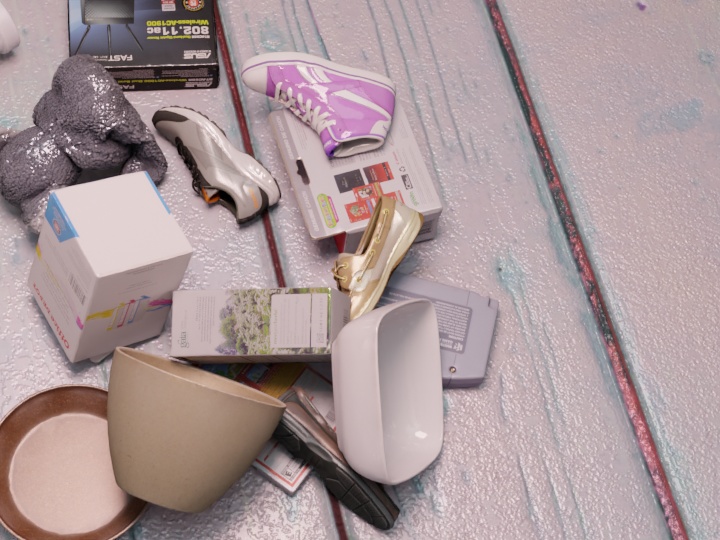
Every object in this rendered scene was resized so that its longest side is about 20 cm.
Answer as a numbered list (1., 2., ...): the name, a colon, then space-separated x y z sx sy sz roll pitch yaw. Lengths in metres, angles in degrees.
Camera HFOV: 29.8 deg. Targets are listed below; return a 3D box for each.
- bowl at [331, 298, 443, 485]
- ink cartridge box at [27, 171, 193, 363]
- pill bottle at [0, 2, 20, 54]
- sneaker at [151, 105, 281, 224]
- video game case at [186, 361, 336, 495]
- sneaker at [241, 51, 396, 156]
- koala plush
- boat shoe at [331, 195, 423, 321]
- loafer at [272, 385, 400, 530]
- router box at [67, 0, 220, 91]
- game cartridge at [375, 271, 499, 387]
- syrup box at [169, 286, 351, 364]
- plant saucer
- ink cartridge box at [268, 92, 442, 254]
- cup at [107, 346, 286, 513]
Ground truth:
1. bowl: 0.028 0.137 1.557 0.074 0.200 0.201 -3 94 24
2. ink cartridge box: -0.300 0.003 1.595 0.125 0.200 0.129 -17 63 -34
3. pill bottle: -0.544 -0.275 1.742 0.200 0.112 0.112 -36 73 -22
4. sneaker: -0.197 -0.138 1.741 0.200 0.074 0.079 40 71 12
5. video game case: -0.120 0.158 1.631 0.200 0.017 0.143 34 65 10
6. sneaker: -0.059 -0.205 1.700 0.200 0.073 0.115 10 66 1
7. koala plush: -0.374 -0.153 1.682 0.200 0.184 0.177 -38 73 -10
8. boat shoe: 0.000 0.000 1.639 0.066 0.074 0.200 34 74 -11
9. loafer: -0.023 0.214 1.575 0.200 0.072 0.063 43 59 -1
10. router box: -0.293 -0.320 1.823 0.199 0.062 0.150 -4 65 -9
11. game cartridge: 0.065 0.073 1.687 0.199 0.041 0.134 15 59 1
12. syrup box: -0.117 0.065 1.580 0.199 0.081 0.079 -2 80 16
13. plant saucer: -0.331 0.230 1.560 0.200 0.037 0.201 3 63 -6
14. ink cartridge box: -0.011 -0.125 1.748 0.175 0.084 0.200 -14 66 -12
15. cup: -0.198 0.184 1.494 0.200 0.200 0.144 19 87 3
